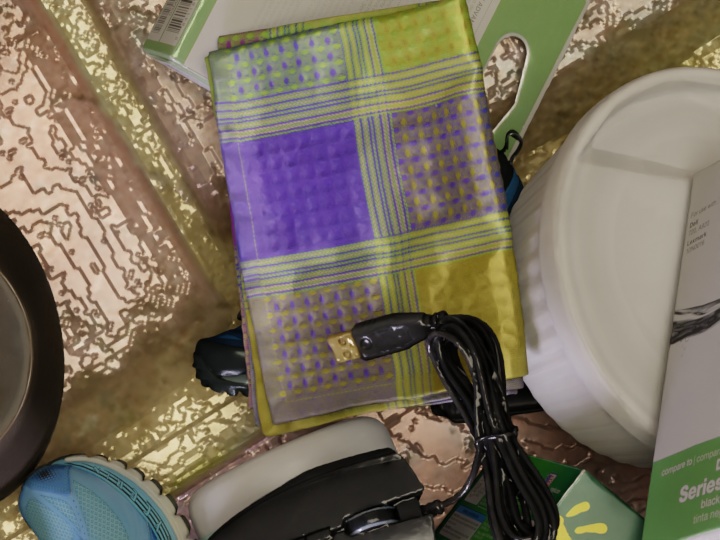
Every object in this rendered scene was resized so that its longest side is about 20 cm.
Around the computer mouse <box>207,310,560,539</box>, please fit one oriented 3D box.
[{"bbox_3d":[-0.013,0.097,1.077,0.200,0.046,0.141,-22,69,25],"label":"computer mouse"}]

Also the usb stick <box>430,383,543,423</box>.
[{"bbox_3d":[0.132,0.043,1.241,0.199,0.033,0.056,-7,81,-7],"label":"usb stick"}]

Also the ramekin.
[{"bbox_3d":[0.159,0.007,1.163,0.202,0.094,0.203,8,72,-24],"label":"ramekin"}]

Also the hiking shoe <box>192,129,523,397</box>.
[{"bbox_3d":[0.000,0.000,1.201,0.200,0.074,0.087,-22,101,-13],"label":"hiking shoe"}]

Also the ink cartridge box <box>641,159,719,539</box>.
[{"bbox_3d":[0.221,0.052,1.075,0.146,0.084,0.201,20,65,-21],"label":"ink cartridge box"}]

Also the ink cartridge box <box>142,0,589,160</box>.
[{"bbox_3d":[0.006,-0.130,1.221,0.200,0.048,0.146,29,86,-28],"label":"ink cartridge box"}]

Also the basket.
[{"bbox_3d":[-0.211,0.036,1.113,0.136,0.200,0.181,-13,90,-7],"label":"basket"}]

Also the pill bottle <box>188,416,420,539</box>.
[{"bbox_3d":[-0.001,0.182,1.163,0.111,0.111,0.200,-23,83,-7],"label":"pill bottle"}]

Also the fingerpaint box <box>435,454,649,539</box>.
[{"bbox_3d":[0.132,0.168,1.155,0.167,0.200,0.073,39,84,-5],"label":"fingerpaint box"}]

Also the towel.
[{"bbox_3d":[0.002,-0.026,1.134,0.143,0.023,0.201,-8,88,17],"label":"towel"}]

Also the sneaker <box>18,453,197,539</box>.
[{"bbox_3d":[-0.118,0.172,1.144,0.090,0.079,0.200,-18,54,-33],"label":"sneaker"}]
